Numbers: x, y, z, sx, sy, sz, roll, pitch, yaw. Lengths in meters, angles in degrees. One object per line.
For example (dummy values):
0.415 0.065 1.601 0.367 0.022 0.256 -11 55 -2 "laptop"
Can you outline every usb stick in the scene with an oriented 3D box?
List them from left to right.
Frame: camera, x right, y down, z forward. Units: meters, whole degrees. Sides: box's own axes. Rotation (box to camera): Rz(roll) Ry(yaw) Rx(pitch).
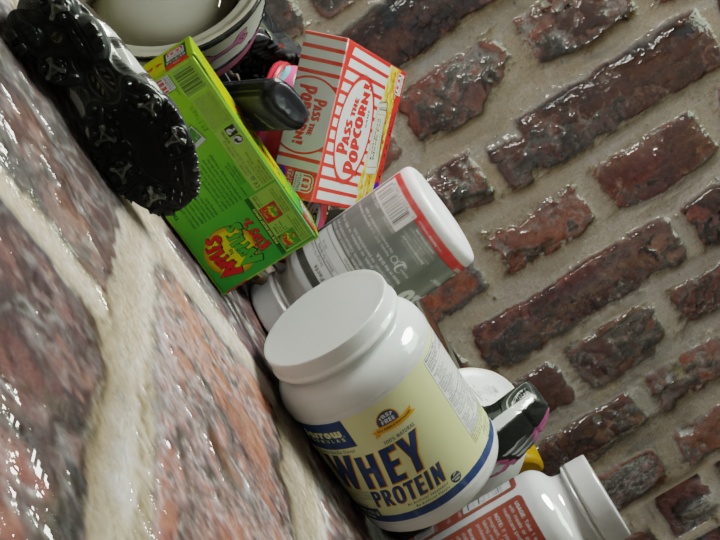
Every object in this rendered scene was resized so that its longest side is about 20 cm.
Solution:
-0.114 -0.146 1.134 0.055 0.033 0.200 45 -20 -29 "usb stick"

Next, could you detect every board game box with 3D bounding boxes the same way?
-0.131 -0.086 1.078 0.200 0.101 0.048 56 6 -29 "board game box"
-0.019 -0.138 1.226 0.046 0.152 0.200 15 5 17 "board game box"

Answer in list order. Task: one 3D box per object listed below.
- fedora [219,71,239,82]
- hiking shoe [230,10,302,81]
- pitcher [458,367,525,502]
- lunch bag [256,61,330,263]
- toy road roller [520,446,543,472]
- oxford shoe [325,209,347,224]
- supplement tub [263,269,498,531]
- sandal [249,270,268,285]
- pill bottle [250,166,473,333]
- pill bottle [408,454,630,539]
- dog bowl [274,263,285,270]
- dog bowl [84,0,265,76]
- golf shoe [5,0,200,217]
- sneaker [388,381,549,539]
-0.184 -0.202 1.295 0.177 0.090 0.200 59 3 -13 "fedora"
-0.114 -0.249 1.300 0.101 0.075 0.200 63 4 5 "hiking shoe"
0.098 0.195 1.365 0.172 0.121 0.201 44 -43 44 "pitcher"
-0.073 -0.107 1.290 0.082 0.201 0.176 17 0 10 "lunch bag"
0.138 0.228 1.578 0.200 0.146 0.123 53 7 -48 "toy road roller"
-0.037 0.013 1.391 0.200 0.071 0.072 -65 152 -53 "oxford shoe"
0.018 0.114 1.112 0.200 0.145 0.145 56 6 -25 "supplement tub"
-0.139 -0.076 1.193 0.201 0.054 0.082 59 5 1 "sandal"
0.000 0.000 1.230 0.114 0.200 0.114 52 11 -14 "pill bottle"
0.142 0.257 1.164 0.112 0.199 0.112 58 6 -9 "pill bottle"
-0.098 -0.069 1.528 0.201 0.059 0.200 59 6 -10 "dog bowl"
-0.176 -0.251 1.151 0.074 0.199 0.201 82 -18 -61 "dog bowl"
-0.188 -0.136 0.974 0.200 0.078 0.095 58 5 -20 "golf shoe"
0.088 0.167 1.229 0.086 0.200 0.080 51 -5 34 "sneaker"
